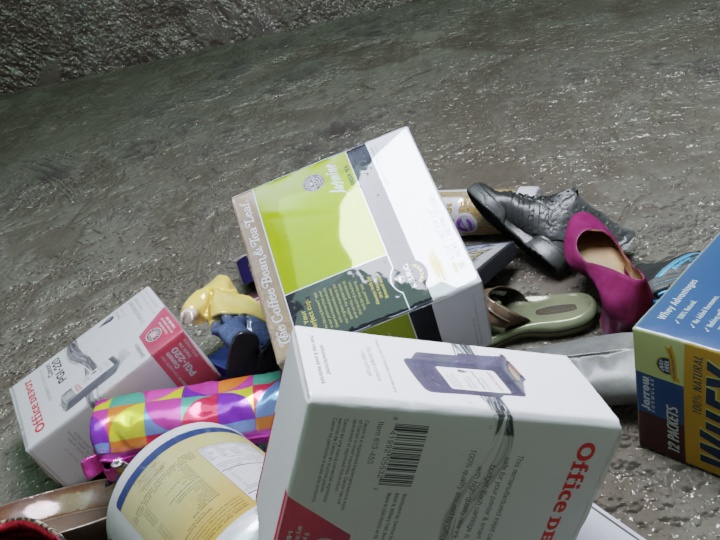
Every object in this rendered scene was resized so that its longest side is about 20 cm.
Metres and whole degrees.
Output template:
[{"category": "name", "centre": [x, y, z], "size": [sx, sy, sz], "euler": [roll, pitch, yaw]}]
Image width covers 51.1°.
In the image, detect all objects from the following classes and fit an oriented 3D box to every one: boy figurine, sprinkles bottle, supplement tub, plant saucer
[{"category": "boy figurine", "centre": [-0.151, 0.058, 0.860], "size": [0.124, 0.065, 0.200], "euler": [11, 13, -32]}, {"category": "sprinkles bottle", "centre": [0.155, -0.082, 1.062], "size": [0.200, 0.068, 0.068], "euler": [1, 33, 27]}, {"category": "supplement tub", "centre": [-0.095, 0.220, 0.586], "size": [0.144, 0.145, 0.200], "euler": [-33, 34, -28]}, {"category": "plant saucer", "centre": [-0.276, 0.232, 0.685], "size": [0.200, 0.035, 0.200], "euler": [-10, -2, 0]}]

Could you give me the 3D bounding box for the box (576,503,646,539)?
[{"category": "box", "centre": [0.150, 0.230, 0.542], "size": [0.117, 0.060, 0.200], "euler": [-28, 32, -22]}]

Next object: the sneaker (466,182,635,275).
[{"category": "sneaker", "centre": [0.238, -0.070, 0.955], "size": [0.104, 0.060, 0.200], "euler": [-44, 65, -1]}]

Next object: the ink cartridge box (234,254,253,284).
[{"category": "ink cartridge box", "centre": [-0.072, -0.029, 1.028], "size": [0.199, 0.041, 0.200], "euler": [-18, 3, -6]}]

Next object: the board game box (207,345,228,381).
[{"category": "board game box", "centre": [-0.062, 0.108, 0.861], "size": [0.200, 0.045, 0.134], "euler": [15, 42, 42]}]

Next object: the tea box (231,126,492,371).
[{"category": "tea box", "centre": [0.000, 0.000, 0.748], "size": [0.196, 0.134, 0.200], "euler": [-21, 57, 1]}]

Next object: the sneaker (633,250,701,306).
[{"category": "sneaker", "centre": [0.392, 0.000, 0.808], "size": [0.200, 0.073, 0.082], "euler": [-10, 30, 8]}]

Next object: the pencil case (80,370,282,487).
[{"category": "pencil case", "centre": [-0.162, 0.154, 0.736], "size": [0.200, 0.089, 0.088], "euler": [-11, 29, -5]}]

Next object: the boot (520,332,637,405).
[{"category": "boot", "centre": [0.173, 0.121, 0.720], "size": [0.200, 0.073, 0.182], "euler": [1, 34, 16]}]

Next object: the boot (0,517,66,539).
[{"category": "boot", "centre": [-0.199, 0.272, 0.539], "size": [0.073, 0.151, 0.200], "euler": [-34, 36, -30]}]

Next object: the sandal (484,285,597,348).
[{"category": "sandal", "centre": [0.165, 0.044, 0.853], "size": [0.200, 0.057, 0.080], "euler": [-11, 32, 4]}]

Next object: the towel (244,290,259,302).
[{"category": "towel", "centre": [-0.055, 0.011, 0.944], "size": [0.144, 0.023, 0.200], "euler": [-27, 9, -40]}]

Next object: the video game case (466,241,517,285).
[{"category": "video game case", "centre": [0.073, 0.007, 0.924], "size": [0.180, 0.026, 0.200], "euler": [-4, 16, 33]}]

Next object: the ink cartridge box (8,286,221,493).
[{"category": "ink cartridge box", "centre": [-0.280, 0.128, 0.849], "size": [0.200, 0.085, 0.146], "euler": [-40, 35, -12]}]

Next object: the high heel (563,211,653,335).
[{"category": "high heel", "centre": [0.272, -0.020, 0.818], "size": [0.067, 0.096, 0.200], "euler": [-4, 45, -4]}]

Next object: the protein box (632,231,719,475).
[{"category": "protein box", "centre": [0.370, 0.074, 0.629], "size": [0.200, 0.135, 0.198], "euler": [17, 43, 43]}]

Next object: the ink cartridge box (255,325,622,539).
[{"category": "ink cartridge box", "centre": [0.044, 0.127, 0.490], "size": [0.200, 0.145, 0.084], "euler": [8, 24, -15]}]
